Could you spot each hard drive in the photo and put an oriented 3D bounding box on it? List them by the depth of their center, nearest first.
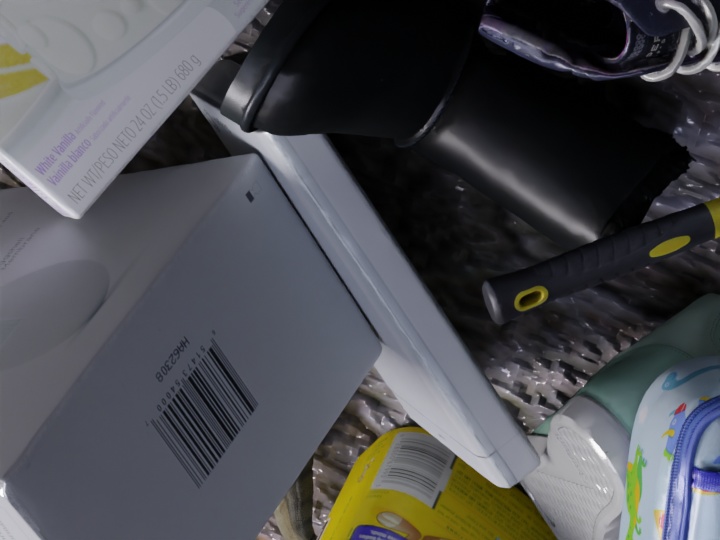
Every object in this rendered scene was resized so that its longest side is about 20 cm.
[{"bbox_3d":[0.000,0.000,1.075,0.027,0.132,0.200,-36,111,-8],"label":"hard drive"}]

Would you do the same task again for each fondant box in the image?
[{"bbox_3d":[-0.151,-0.140,1.017,0.200,0.058,0.144,41,85,-9],"label":"fondant box"}]

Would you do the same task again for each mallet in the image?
[{"bbox_3d":[0.145,-0.014,0.933,0.199,0.041,0.066,-26,126,-2],"label":"mallet"}]

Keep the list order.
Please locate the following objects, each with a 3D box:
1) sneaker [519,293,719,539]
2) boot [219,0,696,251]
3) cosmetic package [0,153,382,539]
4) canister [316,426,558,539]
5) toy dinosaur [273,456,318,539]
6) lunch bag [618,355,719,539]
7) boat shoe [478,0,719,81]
[{"bbox_3d":[0.138,0.074,1.096,0.074,0.118,0.200,53,166,9],"label":"sneaker"},{"bbox_3d":[0.045,-0.058,0.963,0.162,0.198,0.074,36,111,6],"label":"boot"},{"bbox_3d":[-0.133,0.065,1.047,0.199,0.200,0.123,-3,130,42],"label":"cosmetic package"},{"bbox_3d":[0.028,0.186,1.140,0.148,0.200,0.087,38,130,-8],"label":"canister"},{"bbox_3d":[-0.055,0.081,1.190,0.088,0.048,0.201,-5,128,-7],"label":"toy dinosaur"},{"bbox_3d":[0.206,0.115,0.979,0.199,0.082,0.162,4,101,-12],"label":"lunch bag"},{"bbox_3d":[0.140,-0.100,0.952,0.199,0.093,0.075,16,129,9],"label":"boat shoe"}]
